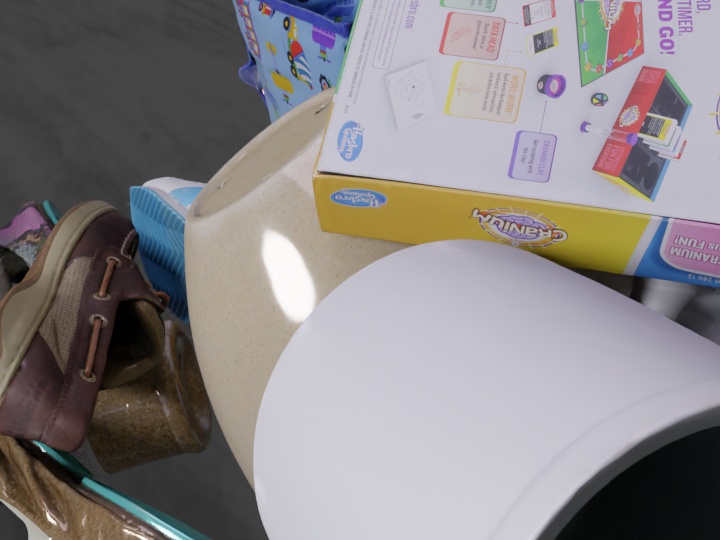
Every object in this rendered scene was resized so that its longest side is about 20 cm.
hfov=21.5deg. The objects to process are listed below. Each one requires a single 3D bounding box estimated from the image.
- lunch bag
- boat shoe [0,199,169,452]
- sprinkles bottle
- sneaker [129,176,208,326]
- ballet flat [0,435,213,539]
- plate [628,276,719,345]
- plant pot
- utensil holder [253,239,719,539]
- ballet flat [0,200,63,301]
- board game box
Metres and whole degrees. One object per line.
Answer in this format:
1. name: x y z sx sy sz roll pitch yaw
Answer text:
1. lunch bag: -0.012 -0.099 1.085 0.094 0.151 0.200 -32 29 -27
2. boat shoe: -0.125 0.028 0.871 0.072 0.072 0.200 25 18 -2
3. sprinkles bottle: -0.176 0.082 0.934 0.199 0.069 0.068 -17 25 5
4. sneaker: -0.053 -0.011 1.041 0.081 0.077 0.199 -27 31 -35
5. ballet flat: -0.132 0.114 0.830 0.199 0.068 0.073 29 83 31
6. plate: 0.188 -0.014 0.817 0.199 0.032 0.199 -26 12 -16
7. plant pot: 0.000 0.000 0.826 0.200 0.135 0.200 -37 17 13
8. utensil holder: 0.068 0.091 0.639 0.169 0.171 0.200 -26 23 -15
9. ballet flat: -0.176 0.010 1.096 0.071 0.069 0.200 -43 26 -8
10. board game box: 0.094 -0.073 0.747 0.199 0.040 0.154 9 58 10
